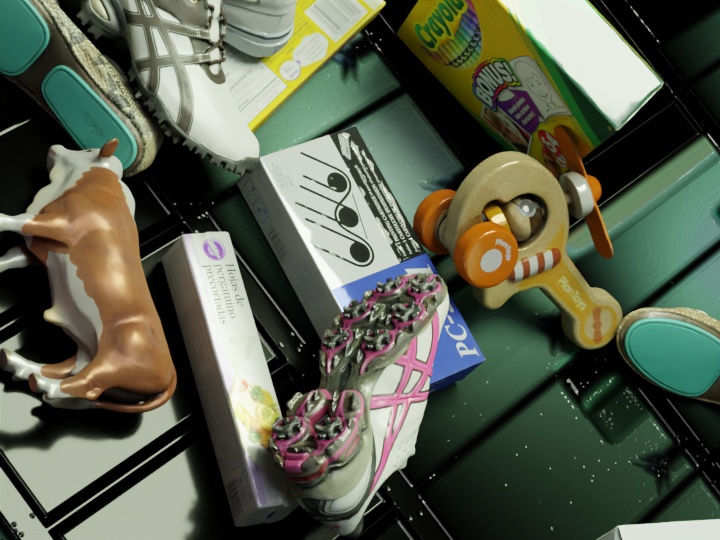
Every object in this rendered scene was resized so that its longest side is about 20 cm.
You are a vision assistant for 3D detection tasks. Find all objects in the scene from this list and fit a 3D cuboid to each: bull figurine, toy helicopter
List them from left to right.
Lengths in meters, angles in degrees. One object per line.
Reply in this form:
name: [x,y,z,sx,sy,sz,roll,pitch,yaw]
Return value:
bull figurine: [-0.187,0.002,1.256,0.121,0.065,0.201,-12,70,-32]
toy helicopter: [0.141,-0.015,1.422,0.132,0.079,0.200,-46,127,-3]

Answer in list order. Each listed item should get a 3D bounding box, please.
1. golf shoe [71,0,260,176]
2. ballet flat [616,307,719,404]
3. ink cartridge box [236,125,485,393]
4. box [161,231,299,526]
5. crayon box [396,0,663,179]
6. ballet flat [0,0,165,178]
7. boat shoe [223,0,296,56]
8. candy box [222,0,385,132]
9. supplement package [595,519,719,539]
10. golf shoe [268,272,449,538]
golf shoe: [-0.122,-0.160,1.336,0.200,0.094,0.078,52,13,-2]
ballet flat: [0.281,0.070,1.510,0.199,0.071,0.065,26,27,-20]
ink cartridge box: [0.000,0.000,1.382,0.094,0.044,0.201,-20,76,-35]
box: [-0.087,0.072,1.292,0.038,0.041,0.201,-4,65,-34]
crayon box: [0.121,-0.160,1.443,0.058,0.200,0.173,-44,90,-15]
ballet flat: [-0.212,-0.150,1.335,0.200,0.068,0.075,46,29,-8]
boat shoe: [-0.131,-0.234,1.398,0.199,0.067,0.074,27,49,1]
candy box: [-0.072,-0.183,1.451,0.102,0.026,0.200,41,51,2]
supplement package: [0.204,0.262,1.257,0.190,0.200,0.148,2,64,-31]
golf shoe: [0.008,0.086,1.289,0.200,0.072,0.092,-57,133,-35]
